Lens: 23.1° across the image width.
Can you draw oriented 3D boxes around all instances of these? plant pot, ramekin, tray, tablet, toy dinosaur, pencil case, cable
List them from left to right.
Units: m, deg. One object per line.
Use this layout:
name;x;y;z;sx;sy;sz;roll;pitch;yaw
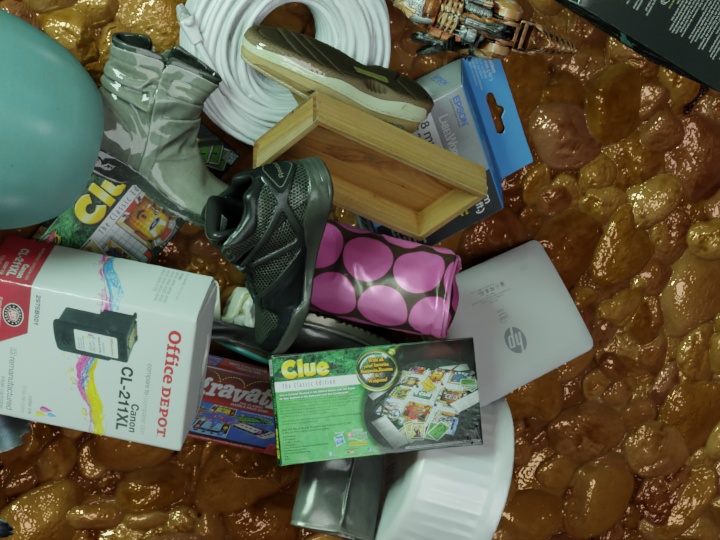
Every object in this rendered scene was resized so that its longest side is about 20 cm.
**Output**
plant pot;-0.317;-0.126;1.498;0.160;0.200;0.202;16;102;-36
cable;-0.070;-0.211;1.637;0.199;0.069;0.201;-21;117;-15
pencil case;0.000;0.000;1.687;0.198;0.091;0.094;15;64;7
tray;0.010;-0.094;1.622;0.199;0.037;0.098;22;142;-32
ramekin;0.067;0.203;1.781;0.097;0.201;0.202;16;103;-19
toy dinosaur;0.112;-0.231;1.667;0.200;0.136;0.102;37;92;-29
tablet;0.144;0.054;1.781;0.199;0.014;0.131;-23;82;-38

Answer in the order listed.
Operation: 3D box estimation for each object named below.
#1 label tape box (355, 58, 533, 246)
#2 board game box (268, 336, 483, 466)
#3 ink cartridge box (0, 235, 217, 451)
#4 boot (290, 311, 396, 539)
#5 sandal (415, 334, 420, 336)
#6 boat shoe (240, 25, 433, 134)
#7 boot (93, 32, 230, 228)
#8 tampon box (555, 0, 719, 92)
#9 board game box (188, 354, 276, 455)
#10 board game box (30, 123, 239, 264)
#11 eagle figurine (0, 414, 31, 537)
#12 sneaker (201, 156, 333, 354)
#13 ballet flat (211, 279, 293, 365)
label tape box;0.080;-0.116;1.739;0.199;0.063;0.145;-28;118;-11
board game box;0.015;0.123;1.670;0.198;0.023;0.106;-4;90;-13
ink cartridge box;-0.241;0.066;1.600;0.198;0.083;0.147;11;118;3
boot;-0.036;0.151;1.712;0.181;0.072;0.201;23;83;-27
sandal;0.085;0.042;1.803;0.199;0.057;0.080;5;107;-25
boat shoe;-0.029;-0.157;1.601;0.199;0.072;0.076;20;117;-27
boot;-0.157;-0.123;1.581;0.199;0.068;0.131;26;106;-25
tampon box;0.281;-0.284;1.711;0.199;0.150;0.127;26;99;-29
board game box;-0.134;0.130;1.741;0.199;0.020;0.103;15;128;-27
board game box;-0.214;-0.064;1.648;0.105;0.023;0.200;39;91;-28
eagle figurine;-0.415;0.192;1.626;0.151;0.152;0.199;-34;165;37
sneaker;-0.096;-0.011;1.589;0.113;0.076;0.201;-4;128;-21
ballet flat;-0.135;0.047;1.697;0.199;0.068;0.069;17;93;-38
